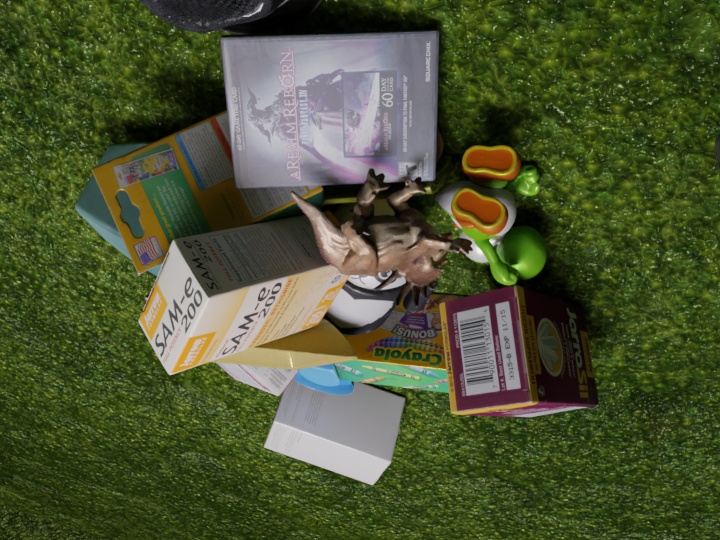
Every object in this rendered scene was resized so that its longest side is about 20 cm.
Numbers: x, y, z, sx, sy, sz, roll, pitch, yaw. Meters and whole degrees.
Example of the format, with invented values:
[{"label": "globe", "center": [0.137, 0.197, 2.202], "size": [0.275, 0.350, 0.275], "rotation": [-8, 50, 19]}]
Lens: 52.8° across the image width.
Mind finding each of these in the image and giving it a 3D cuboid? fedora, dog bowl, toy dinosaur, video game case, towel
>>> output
[{"label": "fedora", "center": [-0.131, -0.263, 0.621], "size": [0.199, 0.092, 0.201], "rotation": [11, 142, 9]}, {"label": "dog bowl", "center": [-0.066, 0.119, 1.066], "size": [0.111, 0.050, 0.200], "rotation": [9, 150, 19]}, {"label": "toy dinosaur", "center": [0.021, -0.022, 0.721], "size": [0.198, 0.086, 0.136], "rotation": [5, 147, -20]}, {"label": "video game case", "center": [-0.026, -0.151, 0.688], "size": [0.198, 0.019, 0.144], "rotation": [-3, 115, -4]}, {"label": "towel", "center": [-0.002, -0.095, 0.794], "size": [0.199, 0.086, 0.018], "rotation": [-3, 113, 25]}]

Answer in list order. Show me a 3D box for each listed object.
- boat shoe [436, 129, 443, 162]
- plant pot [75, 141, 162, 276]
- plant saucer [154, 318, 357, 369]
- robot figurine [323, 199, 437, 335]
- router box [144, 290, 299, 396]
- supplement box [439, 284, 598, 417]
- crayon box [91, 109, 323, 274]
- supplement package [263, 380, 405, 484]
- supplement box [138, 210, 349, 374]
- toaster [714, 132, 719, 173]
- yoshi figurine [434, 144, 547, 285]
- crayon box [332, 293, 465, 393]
[{"label": "boat shoe", "center": [-0.004, -0.168, 0.729], "size": [0.199, 0.063, 0.073], "rotation": [30, 111, -18]}, {"label": "plant pot", "center": [-0.214, -0.063, 0.849], "size": [0.199, 0.142, 0.142], "rotation": [19, 161, 11]}, {"label": "plant saucer", "center": [-0.131, 0.083, 0.881], "size": [0.199, 0.049, 0.200], "rotation": [9, 165, -26]}, {"label": "robot figurine", "center": [-0.002, 0.001, 0.872], "size": [0.149, 0.125, 0.200], "rotation": [-13, 153, -28]}, {"label": "router box", "center": [-0.205, 0.090, 1.050], "size": [0.200, 0.049, 0.179], "rotation": [47, 159, -22]}, {"label": "supplement box", "center": [0.191, 0.103, 0.859], "size": [0.103, 0.132, 0.199], "rotation": [-16, 162, 35]}, {"label": "crayon box", "center": [-0.153, -0.085, 0.744], "size": [0.199, 0.126, 0.052], "rotation": [-26, 166, -11]}, {"label": "supplement package", "center": [-0.043, 0.255, 1.210], "size": [0.199, 0.122, 0.120], "rotation": [20, 143, -3]}, {"label": "supplement box", "center": [-0.108, 0.018, 0.739], "size": [0.074, 0.199, 0.126], "rotation": [53, 133, 21]}, {"label": "toaster", "center": [0.402, -0.029, 0.623], "size": [0.118, 0.201, 0.181], "rotation": [-21, 129, 33]}, {"label": "yoshi figurine", "center": [0.154, -0.046, 0.766], "size": [0.112, 0.113, 0.200], "rotation": [-27, 157, 3]}, {"label": "crayon box", "center": [0.073, 0.092, 0.964], "size": [0.198, 0.119, 0.058], "rotation": [4, 141, 16]}]
